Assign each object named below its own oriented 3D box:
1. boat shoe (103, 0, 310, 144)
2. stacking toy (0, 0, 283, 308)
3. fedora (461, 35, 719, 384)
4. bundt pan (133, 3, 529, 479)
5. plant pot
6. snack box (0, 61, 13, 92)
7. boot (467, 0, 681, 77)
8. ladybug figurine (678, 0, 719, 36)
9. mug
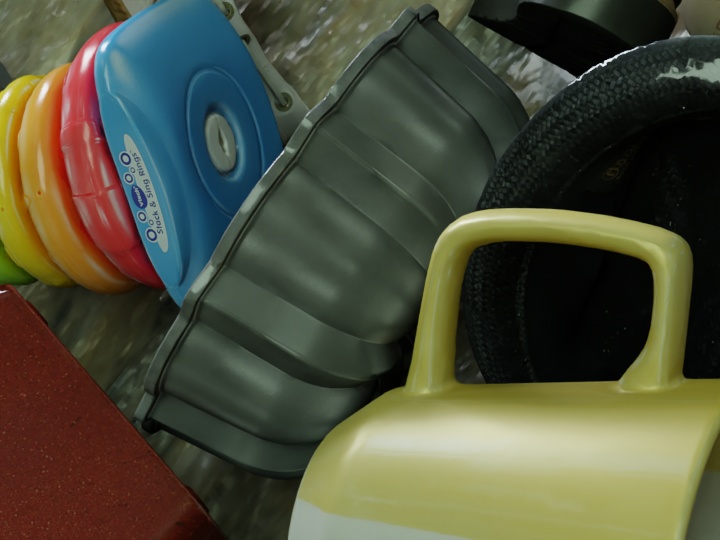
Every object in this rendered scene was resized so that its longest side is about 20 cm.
[{"bbox_3d":[-0.078,-0.132,1.221,0.069,0.200,0.071,-28,31,-4],"label":"boat shoe"},{"bbox_3d":[-0.141,-0.033,1.186,0.200,0.110,0.116,-11,106,25],"label":"stacking toy"},{"bbox_3d":[0.135,-0.008,1.083,0.200,0.092,0.201,8,121,14],"label":"fedora"},{"bbox_3d":[0.000,0.000,1.143,0.076,0.202,0.202,35,87,7],"label":"bundt pan"},{"bbox_3d":[-0.149,0.126,1.156,0.176,0.200,0.200,-40,66,-6],"label":"plant pot"},{"bbox_3d":[-0.246,-0.068,1.303,0.169,0.068,0.200,-35,66,5],"label":"snack box"},{"bbox_3d":[0.111,-0.143,1.142,0.077,0.200,0.139,27,88,-9],"label":"boot"},{"bbox_3d":[0.203,-0.150,1.180,0.136,0.072,0.200,34,86,22],"label":"ladybug figurine"},{"bbox_3d":[0.064,0.088,1.044,0.153,0.149,0.187,7,69,24],"label":"mug"}]
